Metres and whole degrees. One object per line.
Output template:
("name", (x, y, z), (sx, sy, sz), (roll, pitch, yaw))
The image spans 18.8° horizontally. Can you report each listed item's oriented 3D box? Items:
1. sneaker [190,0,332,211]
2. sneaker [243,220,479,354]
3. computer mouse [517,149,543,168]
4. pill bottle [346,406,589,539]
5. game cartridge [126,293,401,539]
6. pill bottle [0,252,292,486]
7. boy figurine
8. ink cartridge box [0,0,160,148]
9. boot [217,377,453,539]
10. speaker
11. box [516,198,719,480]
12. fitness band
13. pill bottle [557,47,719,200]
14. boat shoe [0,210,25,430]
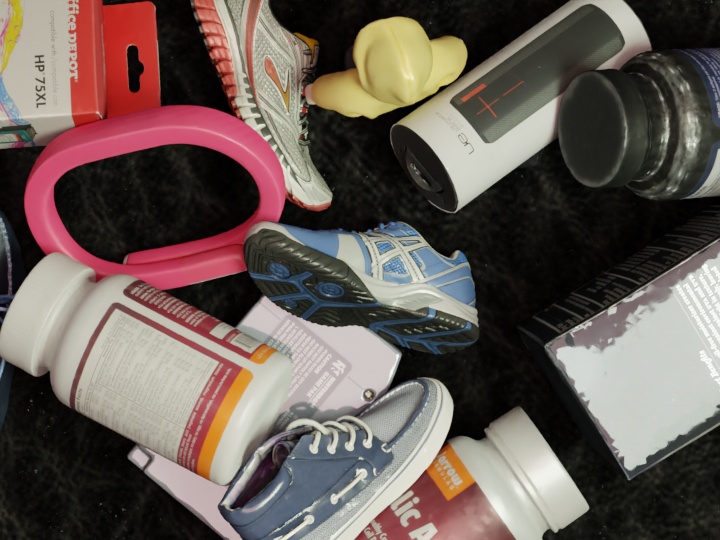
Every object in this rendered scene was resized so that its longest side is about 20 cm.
("sneaker", (-0.062, -0.140, 1.652), (0.082, 0.078, 0.200), (-21, 92, -3))
("sneaker", (0.000, 0.000, 1.644), (0.200, 0.076, 0.077), (21, 57, -27))
("computer mouse", (0.149, -0.102, 1.687), (0.200, 0.034, 0.059), (6, 71, -7))
("pill bottle", (0.065, 0.198, 1.647), (0.200, 0.114, 0.114), (-35, 92, -1))
("game cartridge", (-0.067, 0.110, 1.681), (0.133, 0.040, 0.200), (41, 90, 1))
("pill bottle", (-0.160, 0.070, 1.612), (0.200, 0.110, 0.110), (27, 91, 10))
("boy figurine", (0.018, -0.147, 1.594), (0.124, 0.200, 0.064), (-17, 92, 3))
("ink cartridge box", (-0.254, -0.157, 1.637), (0.200, 0.067, 0.116), (-5, 74, -1))
("boot", (-0.015, 0.136, 1.607), (0.200, 0.073, 0.090), (-50, 127, -21))
("speaker", (0.121, -0.128, 1.631), (0.200, 0.081, 0.081), (-35, 92, -17))
("box", (0.236, 0.046, 1.607), (0.198, 0.200, 0.123), (-31, 93, 0))
("fitness band", (-0.153, -0.054, 1.626), (0.200, 0.037, 0.144), (-12, 124, 18))
("pill bottle", (0.252, -0.109, 1.609), (0.200, 0.112, 0.112), (-5, 92, -29))
("boat shoe", (-0.288, 0.047, 1.654), (0.084, 0.069, 0.200), (-3, 92, -2))
